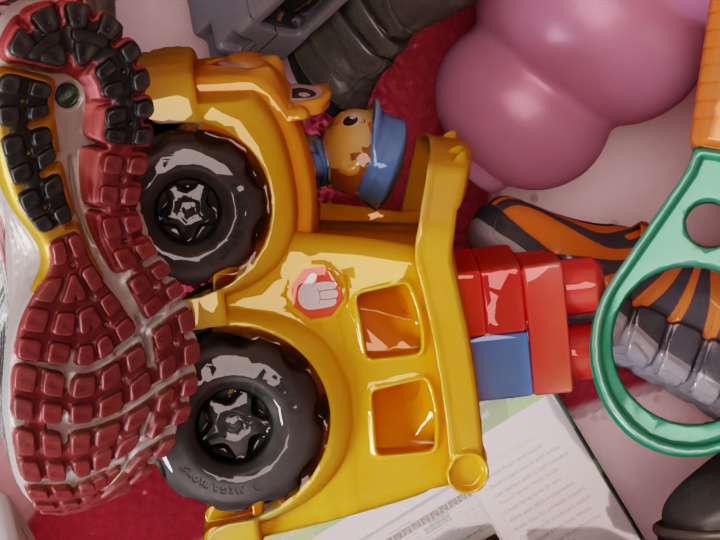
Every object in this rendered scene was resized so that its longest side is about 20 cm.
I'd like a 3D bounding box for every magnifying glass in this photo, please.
[{"bbox_3d":[0.139,-0.026,1.147,0.079,0.022,0.201,9,82,5],"label":"magnifying glass"}]

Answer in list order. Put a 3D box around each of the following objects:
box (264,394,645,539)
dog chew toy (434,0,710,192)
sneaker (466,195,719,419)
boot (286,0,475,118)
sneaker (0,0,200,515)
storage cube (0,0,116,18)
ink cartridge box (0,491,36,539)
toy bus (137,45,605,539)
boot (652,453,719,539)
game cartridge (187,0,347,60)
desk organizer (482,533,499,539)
[{"bbox_3d":[0.052,0.135,1.264,0.144,0.036,0.200,-31,91,0],"label":"box"},{"bbox_3d":[0.105,-0.120,1.225,0.124,0.125,0.200,37,98,0],"label":"dog chew toy"},{"bbox_3d":[0.150,-0.004,1.251,0.200,0.078,0.112,30,85,-10],"label":"sneaker"},{"bbox_3d":[0.002,-0.171,1.237,0.131,0.068,0.200,-37,46,35],"label":"boot"},{"bbox_3d":[-0.111,-0.006,1.083,0.078,0.082,0.201,-10,107,-28],"label":"sneaker"},{"bbox_3d":[-0.193,-0.075,1.195,0.179,0.171,0.201,-1,90,0],"label":"storage cube"},{"bbox_3d":[-0.189,0.212,1.200,0.145,0.083,0.201,-14,63,-1],"label":"ink cartridge box"},{"bbox_3d":[0.000,0.000,1.171,0.191,0.136,0.201,-10,101,1],"label":"toy bus"},{"bbox_3d":[0.179,0.003,1.181,0.181,0.073,0.201,-19,102,-23],"label":"boot"},{"bbox_3d":[-0.010,-0.184,1.185,0.041,0.200,0.134,15,53,-34],"label":"game cartridge"},{"bbox_3d":[-0.014,0.192,1.216,0.200,0.072,0.077,-29,88,17],"label":"desk organizer"}]
